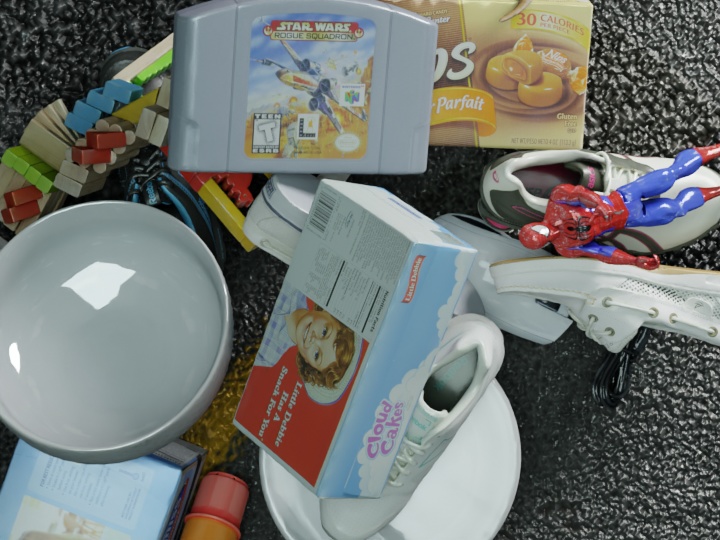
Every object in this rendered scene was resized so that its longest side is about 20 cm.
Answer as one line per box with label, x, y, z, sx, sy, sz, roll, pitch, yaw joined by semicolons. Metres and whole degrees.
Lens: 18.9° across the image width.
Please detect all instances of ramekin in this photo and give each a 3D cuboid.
ramekin;0.025;0.142;1.678;0.201;0.094;0.204;0;92;4

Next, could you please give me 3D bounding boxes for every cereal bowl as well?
cereal bowl;-0.188;0.055;1.605;0.198;0.083;0.201;-2;64;4

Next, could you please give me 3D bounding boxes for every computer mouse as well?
computer mouse;0.133;0.021;1.690;0.199;0.044;0.110;24;94;3

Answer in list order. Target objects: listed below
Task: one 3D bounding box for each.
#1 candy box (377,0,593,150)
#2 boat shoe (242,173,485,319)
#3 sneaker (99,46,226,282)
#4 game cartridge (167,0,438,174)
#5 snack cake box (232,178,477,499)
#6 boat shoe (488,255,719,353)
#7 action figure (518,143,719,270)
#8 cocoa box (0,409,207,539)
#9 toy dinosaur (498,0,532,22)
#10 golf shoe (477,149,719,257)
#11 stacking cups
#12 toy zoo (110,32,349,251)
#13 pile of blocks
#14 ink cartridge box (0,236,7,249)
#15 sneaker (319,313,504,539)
candy box;0.074;-0.157;1.659;0.198;0.055;0.116;2;107;-2
boat shoe;0.000;0.000;1.645;0.199;0.071;0.070;30;122;-17
sneaker;-0.155;-0.081;1.689;0.073;0.082;0.201;-20;89;8
game cartridge;-0.041;-0.138;1.591;0.199;0.042;0.134;-1;111;-16
snack cake box;-0.006;0.050;1.551;0.115;0.067;0.201;35;110;42
boat shoe;0.194;0.028;1.638;0.198;0.071;0.070;6;89;-4
action figure;0.215;-0.042;1.581;0.199;0.099;0.066;-16;115;-17
cocoa box;-0.219;0.216;1.680;0.133;0.131;0.201;20;93;3
toy dinosaur;0.128;-0.259;1.660;0.105;0.061;0.201;-14;56;-7
golf shoe;0.191;-0.056;1.653;0.198;0.088;0.078;0;80;-5
stacking cups;-0.136;0.251;1.671;0.060;0.061;0.201;12;60;4
toy zoo;-0.084;-0.106;1.682;0.131;0.020;0.200;-39;88;-27
pile of blocks;-0.214;-0.096;1.630;0.199;0.062;0.082;-33;89;20
ink cartridge box;-0.351;0.053;1.717;0.116;0.067;0.200;38;93;2
sneaker;0.032;0.117;1.590;0.070;0.080;0.201;35;95;1
